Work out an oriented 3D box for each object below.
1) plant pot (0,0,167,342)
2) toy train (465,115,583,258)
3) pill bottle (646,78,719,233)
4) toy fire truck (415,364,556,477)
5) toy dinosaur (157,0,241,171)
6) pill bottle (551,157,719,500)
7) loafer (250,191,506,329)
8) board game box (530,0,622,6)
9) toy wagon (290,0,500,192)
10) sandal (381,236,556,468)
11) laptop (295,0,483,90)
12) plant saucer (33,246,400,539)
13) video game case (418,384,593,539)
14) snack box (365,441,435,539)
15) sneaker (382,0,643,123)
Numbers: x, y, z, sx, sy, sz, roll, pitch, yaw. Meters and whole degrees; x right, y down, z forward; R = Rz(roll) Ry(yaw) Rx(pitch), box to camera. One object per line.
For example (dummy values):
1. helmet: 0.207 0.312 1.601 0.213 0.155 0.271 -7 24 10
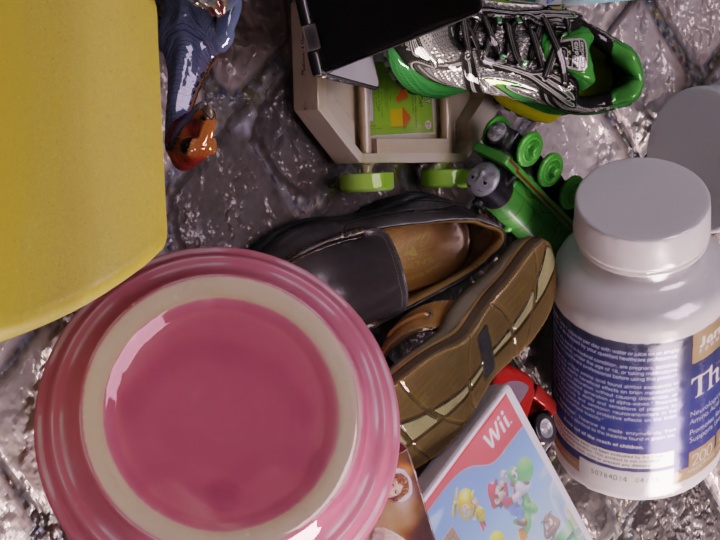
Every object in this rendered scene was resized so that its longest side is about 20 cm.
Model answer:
1. plant pot: -0.202 -0.069 1.382 0.176 0.199 0.202 -7 95 -53
2. toy train: 0.121 -0.032 1.750 0.057 0.042 0.200 -57 141 -6
3. pill bottle: 0.291 -0.082 1.887 0.199 0.113 0.115 -7 95 -43
4. toy fire truck: 0.041 0.126 1.681 0.141 0.049 0.201 42 53 -34
5. toy dinosaur: -0.077 -0.149 1.547 0.199 0.105 0.183 -9 96 -43
6. pill bottle: 0.173 0.034 1.732 0.111 0.111 0.201 -39 141 -36
7. loafer: 0.000 0.000 1.642 0.199 0.072 0.073 -29 110 -39
8. board game box: 0.201 -0.231 1.760 0.199 0.151 0.047 -11 64 -49
9. toy wagon: 0.040 -0.127 1.703 0.199 0.039 0.156 -4 93 -44
10. sandal: 0.045 0.047 1.641 0.200 0.054 0.081 -46 144 -34
11. laptop: 0.013 -0.208 1.526 0.200 0.115 0.189 1 76 -76
12. plant saucer: -0.076 0.081 1.511 0.199 0.051 0.202 2 75 -6
13. video game case: 0.091 0.189 1.673 0.143 0.017 0.201 -50 121 -38
14. snack box: 0.017 0.195 1.585 0.071 0.024 0.201 -21 114 -10
15. sneaker: 0.090 -0.137 1.664 0.199 0.085 0.079 9 83 -43
